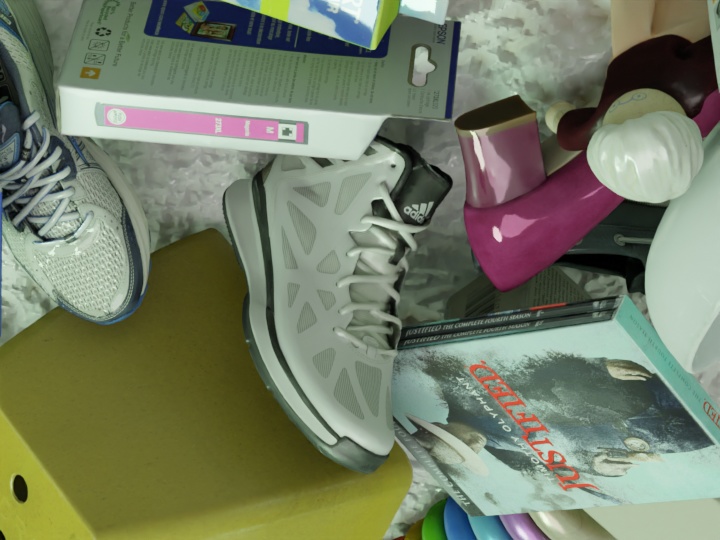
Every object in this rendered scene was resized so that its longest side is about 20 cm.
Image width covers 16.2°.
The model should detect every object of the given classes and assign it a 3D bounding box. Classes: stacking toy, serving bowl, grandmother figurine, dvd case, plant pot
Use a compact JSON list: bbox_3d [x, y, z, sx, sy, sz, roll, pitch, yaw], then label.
[{"bbox_3d":[0.061,0.169,1.498,0.085,0.086,0.200,38,126,-21],"label":"stacking toy"},{"bbox_3d":[0.203,-0.045,1.231,0.066,0.200,0.200,41,127,15],"label":"serving bowl"},{"bbox_3d":[0.138,-0.095,1.206,0.121,0.200,0.061,-38,110,28],"label":"grandmother figurine"},{"bbox_3d":[0.096,0.076,1.330,0.200,0.022,0.146,-8,134,43],"label":"dvd case"},{"bbox_3d":[-0.125,0.126,1.364,0.176,0.200,0.200,-14,141,-40],"label":"plant pot"}]

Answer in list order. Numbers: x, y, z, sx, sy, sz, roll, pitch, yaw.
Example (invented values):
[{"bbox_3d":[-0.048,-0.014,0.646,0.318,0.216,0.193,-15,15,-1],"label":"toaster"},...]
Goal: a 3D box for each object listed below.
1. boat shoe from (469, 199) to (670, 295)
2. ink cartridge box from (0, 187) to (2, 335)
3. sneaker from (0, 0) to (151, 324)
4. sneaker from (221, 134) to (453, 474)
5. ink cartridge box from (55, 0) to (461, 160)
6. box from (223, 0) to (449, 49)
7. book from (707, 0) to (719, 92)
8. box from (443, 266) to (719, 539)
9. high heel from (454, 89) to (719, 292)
[{"bbox_3d":[0.154,-0.005,1.347,0.199,0.062,0.073,15,159,0],"label":"boat shoe"},{"bbox_3d":[-0.241,-0.054,1.289,0.044,0.200,0.094,-15,133,-26],"label":"ink cartridge box"},{"bbox_3d":[-0.177,-0.058,1.295,0.077,0.085,0.200,-28,94,12],"label":"sneaker"},{"bbox_3d":[0.000,0.000,1.304,0.115,0.201,0.076,-38,140,23],"label":"sneaker"},{"bbox_3d":[-0.050,-0.100,1.290,0.199,0.095,0.037,4,128,3],"label":"ink cartridge box"},{"bbox_3d":[-0.048,-0.188,1.230,0.199,0.048,0.122,18,128,9],"label":"box"},{"bbox_3d":[0.199,-0.181,1.136,0.048,0.200,0.134,18,127,-7],"label":"book"},{"bbox_3d":[0.135,0.082,1.418,0.068,0.082,0.200,-35,115,29],"label":"box"},{"bbox_3d":[0.148,-0.058,1.300,0.199,0.067,0.096,-13,115,0],"label":"high heel"}]
